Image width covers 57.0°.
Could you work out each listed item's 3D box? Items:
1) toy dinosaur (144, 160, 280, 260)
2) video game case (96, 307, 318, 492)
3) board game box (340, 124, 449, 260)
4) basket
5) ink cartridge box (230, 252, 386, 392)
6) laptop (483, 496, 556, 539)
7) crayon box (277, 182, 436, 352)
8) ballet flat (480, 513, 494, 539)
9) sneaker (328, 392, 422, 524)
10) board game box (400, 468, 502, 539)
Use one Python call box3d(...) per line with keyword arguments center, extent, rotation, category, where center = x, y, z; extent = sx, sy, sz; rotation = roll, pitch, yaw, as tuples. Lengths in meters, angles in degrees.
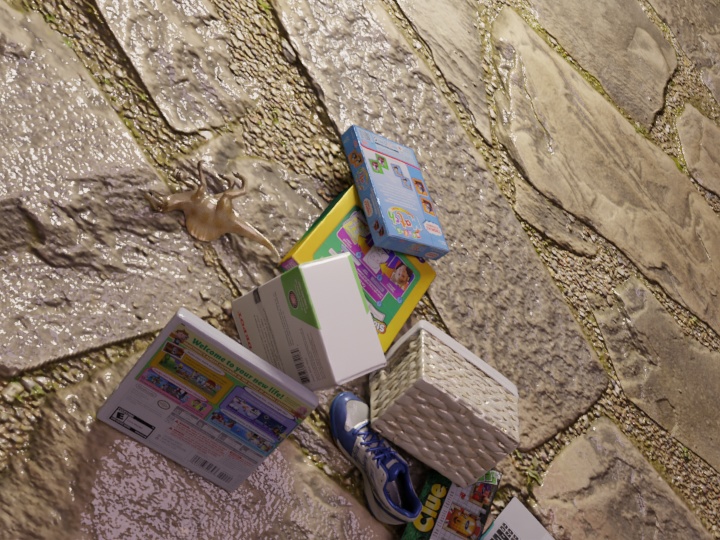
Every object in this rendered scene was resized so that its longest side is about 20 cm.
box3d(center=(-0.195, -0.085, 0.919), extent=(0.198, 0.058, 0.102), rotation=(22, 80, -18), category="toy dinosaur")
box3d(center=(-0.180, 0.161, 0.788), extent=(0.199, 0.182, 0.022), rotation=(36, 21, -19), category="video game case")
box3d(center=(0.055, -0.120, 1.041), extent=(0.150, 0.036, 0.202), rotation=(12, 53, -46), category="board game box")
box3d(center=(0.121, 0.195, 0.954), extent=(0.199, 0.136, 0.124), rotation=(35, 26, -15), category="basket")
box3d(center=(-0.074, 0.078, 0.852), extent=(0.083, 0.199, 0.147), rotation=(-16, 85, -37), category="ink cartridge box")
box3d(center=(0.268, 0.447, 0.976), extent=(0.199, 0.116, 0.187), rotation=(-31, 69, -39), category="laptop")
box3d(center=(0.000, 0.000, 1.009), extent=(0.200, 0.058, 0.173), rotation=(47, 58, -13), category="crayon box")
box3d(center=(0.120, 0.403, 0.970), extent=(0.199, 0.068, 0.068), rotation=(-31, 78, -36), category="ballet flat")
box3d(center=(0.028, 0.260, 0.935), extent=(0.075, 0.088, 0.202), rotation=(-29, 92, -33), category="sneaker")
box3d(center=(0.128, 0.359, 0.963), extent=(0.104, 0.024, 0.201), rotation=(21, 49, 14), category="board game box")
